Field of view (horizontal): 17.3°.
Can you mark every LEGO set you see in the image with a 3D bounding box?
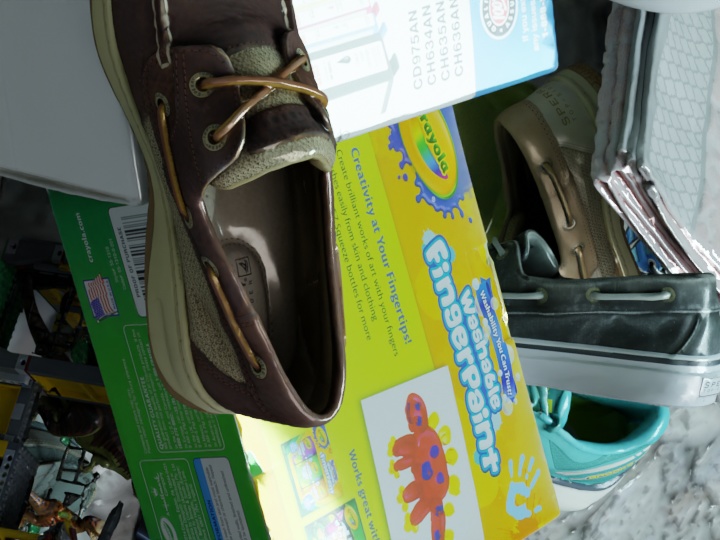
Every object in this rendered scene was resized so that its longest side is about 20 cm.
[{"bbox_3d":[-0.098,0.083,0.998,0.154,0.115,0.201,69,34,-54],"label":"LEGO set"}]

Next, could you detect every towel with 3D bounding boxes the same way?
[{"bbox_3d":[0.180,-0.061,1.164,0.032,0.201,0.191,-19,132,31],"label":"towel"}]

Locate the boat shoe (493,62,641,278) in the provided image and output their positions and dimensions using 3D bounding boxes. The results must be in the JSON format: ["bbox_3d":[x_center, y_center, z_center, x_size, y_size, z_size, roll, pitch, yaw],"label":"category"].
[{"bbox_3d":[0.097,-0.012,1.196,0.064,0.071,0.201,-27,132,-21],"label":"boat shoe"}]

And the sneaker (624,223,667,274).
[{"bbox_3d":[0.151,-0.012,1.284,0.078,0.090,0.200,10,115,-52],"label":"sneaker"}]

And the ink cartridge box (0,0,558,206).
[{"bbox_3d":[-0.053,-0.124,0.858,0.200,0.144,0.148,-20,112,-36],"label":"ink cartridge box"}]

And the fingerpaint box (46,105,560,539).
[{"bbox_3d":[-0.018,0.035,0.936,0.167,0.073,0.201,-26,104,-45],"label":"fingerpaint box"}]

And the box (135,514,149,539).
[{"bbox_3d":[-0.020,0.150,1.250,0.200,0.086,0.164,-13,131,-42],"label":"box"}]

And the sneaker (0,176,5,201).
[{"bbox_3d":[-0.173,-0.006,0.937,0.080,0.075,0.201,-8,128,-44],"label":"sneaker"}]

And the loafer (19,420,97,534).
[{"bbox_3d":[-0.187,0.108,1.039,0.200,0.063,0.072,5,119,-50],"label":"loafer"}]

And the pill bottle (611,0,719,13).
[{"bbox_3d":[0.148,-0.225,1.055,0.112,0.112,0.201,-24,139,-33],"label":"pill bottle"}]

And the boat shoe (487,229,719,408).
[{"bbox_3d":[0.078,0.016,1.110,0.072,0.199,0.071,-5,102,-67],"label":"boat shoe"}]

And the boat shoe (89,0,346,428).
[{"bbox_3d":[-0.034,-0.045,0.746,0.072,0.072,0.201,-14,108,-37],"label":"boat shoe"}]

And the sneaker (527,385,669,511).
[{"bbox_3d":[0.067,0.068,1.185,0.199,0.078,0.080,8,149,-33],"label":"sneaker"}]

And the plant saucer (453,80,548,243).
[{"bbox_3d":[0.020,-0.018,1.183,0.200,0.031,0.201,-29,141,-27],"label":"plant saucer"}]
